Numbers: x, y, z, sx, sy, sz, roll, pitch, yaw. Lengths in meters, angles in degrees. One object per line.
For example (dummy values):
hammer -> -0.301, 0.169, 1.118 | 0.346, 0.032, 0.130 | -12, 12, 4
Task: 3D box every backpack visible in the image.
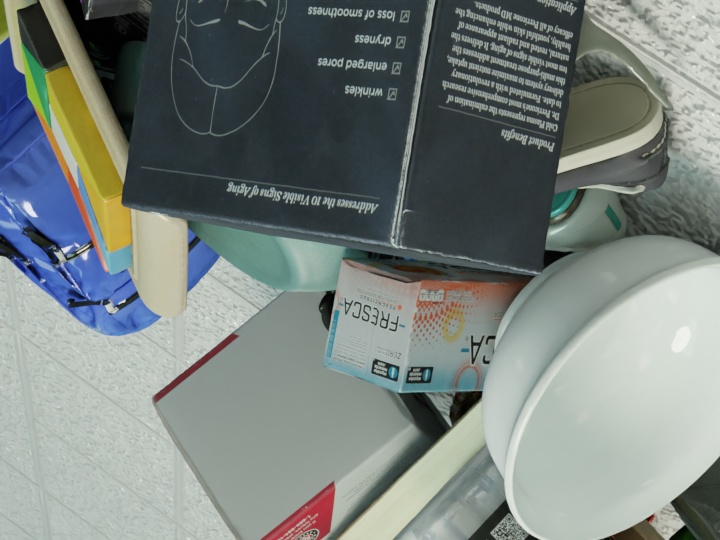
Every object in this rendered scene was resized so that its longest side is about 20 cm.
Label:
backpack -> -0.187, -0.050, 1.563 | 0.200, 0.162, 0.168 | 50, -178, -35

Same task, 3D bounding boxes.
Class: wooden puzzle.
wooden puzzle -> -0.165, -0.077, 1.358 | 0.201, 0.037, 0.185 | 59, 166, 14

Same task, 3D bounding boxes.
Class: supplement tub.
supplement tub -> 0.114, 0.208, 1.360 | 0.200, 0.122, 0.123 | 45, 156, 5

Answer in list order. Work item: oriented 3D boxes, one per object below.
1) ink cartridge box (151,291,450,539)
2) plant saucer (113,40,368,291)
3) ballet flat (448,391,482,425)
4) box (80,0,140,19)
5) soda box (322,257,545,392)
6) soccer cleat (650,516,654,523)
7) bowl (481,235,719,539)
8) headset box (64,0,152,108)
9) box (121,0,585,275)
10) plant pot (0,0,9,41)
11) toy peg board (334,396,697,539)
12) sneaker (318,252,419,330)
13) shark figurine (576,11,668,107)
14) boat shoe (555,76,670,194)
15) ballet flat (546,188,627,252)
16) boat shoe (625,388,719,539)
ink cartridge box -> -0.019, 0.128, 1.578 | 0.145, 0.145, 0.200 | 53, -177, 31
plant saucer -> -0.081, -0.051, 1.344 | 0.200, 0.036, 0.200 | 39, 164, 13
ballet flat -> 0.122, 0.087, 1.507 | 0.076, 0.064, 0.200 | 45, 155, -11
box -> -0.148, -0.257, 1.212 | 0.143, 0.036, 0.201 | 116, 140, -65
soda box -> 0.068, 0.033, 1.353 | 0.063, 0.069, 0.199 | 16, -172, 40
soccer cleat -> 0.151, 0.174, 1.577 | 0.077, 0.070, 0.200 | -6, 144, 28
bowl -> 0.140, 0.052, 1.300 | 0.090, 0.200, 0.202 | 46, 164, 37
headset box -> -0.094, -0.142, 1.394 | 0.174, 0.093, 0.200 | 37, 156, 7
box -> -0.002, -0.111, 1.142 | 0.199, 0.198, 0.123 | 10, 179, 43
plant pot -> -0.263, -0.252, 1.369 | 0.185, 0.200, 0.200 | 50, 157, 7
toy peg board -> 0.113, 0.188, 1.481 | 0.199, 0.098, 0.200 | 46, 121, 4
sneaker -> 0.000, 0.000, 1.476 | 0.071, 0.083, 0.200 | 49, 180, -25
shark figurine -> 0.067, -0.130, 1.235 | 0.213, 0.129, 0.089 | -8, 156, 37
boat shoe -> 0.074, -0.047, 1.242 | 0.198, 0.073, 0.063 | -15, 135, 11
ballet flat -> 0.082, -0.035, 1.370 | 0.199, 0.070, 0.070 | 6, 139, 50
boat shoe -> 0.232, 0.140, 1.433 | 0.202, 0.075, 0.065 | 41, -179, -21
